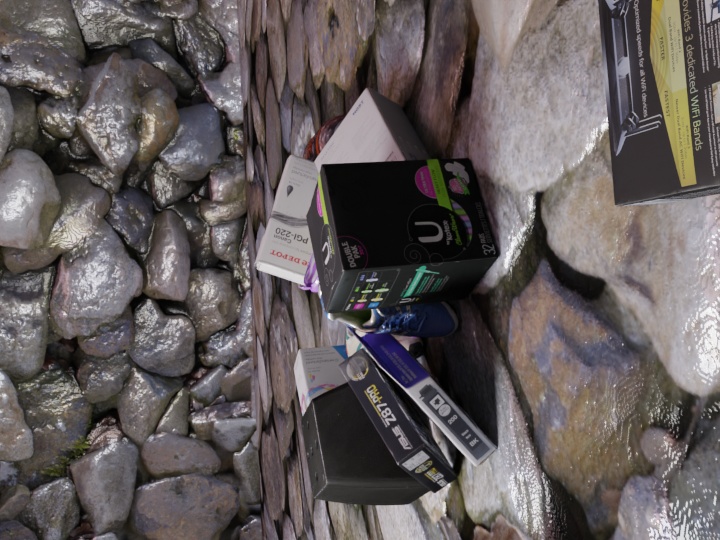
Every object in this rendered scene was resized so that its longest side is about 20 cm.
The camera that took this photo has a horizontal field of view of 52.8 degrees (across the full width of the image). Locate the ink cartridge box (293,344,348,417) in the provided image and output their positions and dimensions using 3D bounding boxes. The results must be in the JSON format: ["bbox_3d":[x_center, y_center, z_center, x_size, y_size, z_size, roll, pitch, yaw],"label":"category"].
[{"bbox_3d":[-0.038,0.250,1.389,0.085,0.142,0.202,110,151,-52],"label":"ink cartridge box"}]

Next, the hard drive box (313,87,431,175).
[{"bbox_3d":[0.019,-0.150,1.085,0.156,0.076,0.201,-50,39,27],"label":"hard drive box"}]

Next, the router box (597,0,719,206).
[{"bbox_3d":[0.232,-0.153,0.492,0.157,0.051,0.203,175,90,-73],"label":"router box"}]

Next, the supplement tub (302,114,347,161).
[{"bbox_3d":[-0.038,-0.221,1.327,0.200,0.105,0.109,165,100,-73],"label":"supplement tub"}]

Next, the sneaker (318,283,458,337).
[{"bbox_3d":[0.037,0.061,0.976,0.077,0.197,0.077,-90,14,-61],"label":"sneaker"}]

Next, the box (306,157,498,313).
[{"bbox_3d":[0.046,-0.044,0.911,0.125,0.197,0.150,115,147,-60],"label":"box"}]

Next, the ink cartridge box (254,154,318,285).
[{"bbox_3d":[-0.089,-0.080,1.273,0.085,0.144,0.203,157,130,-78],"label":"ink cartridge box"}]

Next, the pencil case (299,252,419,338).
[{"bbox_3d":[0.015,0.025,1.050,0.086,0.198,0.084,-66,16,-4],"label":"pencil case"}]

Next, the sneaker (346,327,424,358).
[{"bbox_3d":[0.029,0.111,1.190,0.199,0.070,0.095,-24,80,60],"label":"sneaker"}]

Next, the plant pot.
[{"bbox_3d":[0.003,0.286,1.200,0.200,0.175,0.203,116,145,-61],"label":"plant pot"}]

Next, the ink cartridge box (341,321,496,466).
[{"bbox_3d":[0.070,0.145,0.963,0.200,0.043,0.198,47,177,-21],"label":"ink cartridge box"}]

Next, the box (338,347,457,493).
[{"bbox_3d":[0.056,0.210,1.000,0.162,0.049,0.200,58,-177,32],"label":"box"}]
